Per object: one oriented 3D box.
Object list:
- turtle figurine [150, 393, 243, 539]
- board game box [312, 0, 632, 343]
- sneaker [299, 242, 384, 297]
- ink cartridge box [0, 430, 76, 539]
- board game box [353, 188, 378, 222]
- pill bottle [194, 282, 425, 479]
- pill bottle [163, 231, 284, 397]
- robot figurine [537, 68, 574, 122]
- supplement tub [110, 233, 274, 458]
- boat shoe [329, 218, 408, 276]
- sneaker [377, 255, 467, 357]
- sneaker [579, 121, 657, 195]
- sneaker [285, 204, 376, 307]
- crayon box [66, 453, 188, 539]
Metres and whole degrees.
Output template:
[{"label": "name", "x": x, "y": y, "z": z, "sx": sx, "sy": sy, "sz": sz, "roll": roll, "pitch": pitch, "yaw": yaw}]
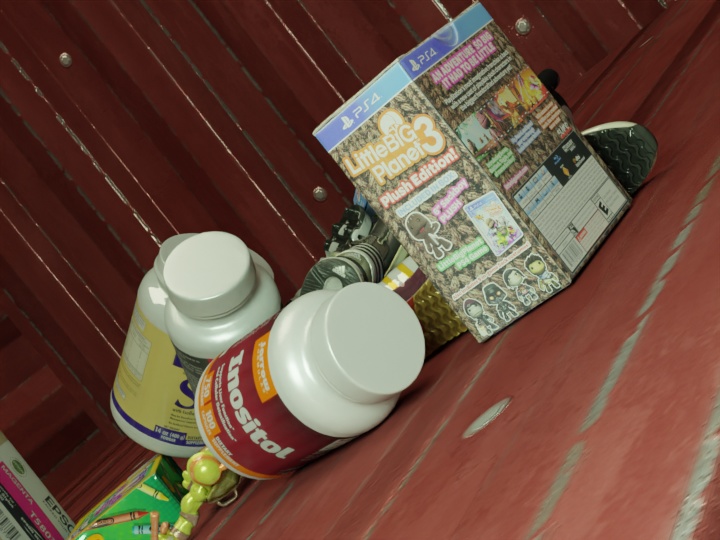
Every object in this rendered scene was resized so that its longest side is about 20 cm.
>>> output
[{"label": "turtle figurine", "x": -0.126, "y": 0.165, "z": 1.346, "sx": 0.161, "sy": 0.064, "sz": 0.202, "roll": 83, "pitch": -153, "yaw": -87}, {"label": "board game box", "x": 0.089, "y": -0.077, "z": 1.138, "sx": 0.097, "sy": 0.200, "sz": 0.159, "roll": -36, "pitch": 3, "yaw": 36}, {"label": "sneaker", "x": -0.026, "y": 0.064, "z": 1.388, "sx": 0.115, "sy": 0.075, "sz": 0.202, "roll": -34, "pitch": -27, "yaw": -60}, {"label": "ink cartridge box", "x": -0.367, "y": 0.270, "z": 1.547, "sx": 0.075, "sy": 0.200, "sz": 0.165, "roll": -37, "pitch": 4, "yaw": 12}, {"label": "board game box", "x": 0.073, "y": -0.102, "z": 1.569, "sx": 0.150, "sy": 0.037, "sz": 0.200, "roll": -14, "pitch": -12, "yaw": -7}, {"label": "pill bottle", "x": -0.039, "y": 0.083, "z": 1.159, "sx": 0.113, "sy": 0.113, "sz": 0.200, "roll": -41, "pitch": 3, "yaw": -38}, {"label": "pill bottle", "x": -0.121, "y": 0.059, "z": 1.420, "sx": 0.111, "sy": 0.110, "sz": 0.201, "roll": -40, "pitch": -37, "yaw": -21}, {"label": "robot figurine", "x": 0.187, "y": -0.160, "z": 1.841, "sx": 0.124, "sy": 0.152, "sz": 0.200, "roll": -4, "pitch": 20, "yaw": 25}, {"label": "supplement tub", "x": -0.175, "y": 0.078, "z": 1.592, "sx": 0.145, "sy": 0.144, "sz": 0.201, "roll": -44, "pitch": -24, "yaw": -61}, {"label": "boat shoe", "x": -0.001, "y": 0.001, "z": 1.490, "sx": 0.202, "sy": 0.066, "sz": 0.072, "roll": -65, "pitch": 13, "yaw": -18}, {"label": "sneaker", "x": 0.048, "y": 0.025, "z": 1.271, "sx": 0.199, "sy": 0.075, "sz": 0.090, "roll": -27, "pitch": 20, "yaw": 33}, {"label": "sneaker", "x": 0.169, "y": -0.070, "z": 1.277, "sx": 0.200, "sy": 0.070, "sz": 0.093, "roll": -41, "pitch": 8, "yaw": 32}, {"label": "sneaker", "x": -0.023, "y": 0.038, "z": 1.562, "sx": 0.201, "sy": 0.090, "sz": 0.066, "roll": -59, "pitch": 25, "yaw": -4}, {"label": "crayon box", "x": -0.231, "y": 0.250, "z": 1.535, "sx": 0.119, "sy": 0.058, "sz": 0.200, "roll": -40, "pitch": 3, "yaw": -3}]
